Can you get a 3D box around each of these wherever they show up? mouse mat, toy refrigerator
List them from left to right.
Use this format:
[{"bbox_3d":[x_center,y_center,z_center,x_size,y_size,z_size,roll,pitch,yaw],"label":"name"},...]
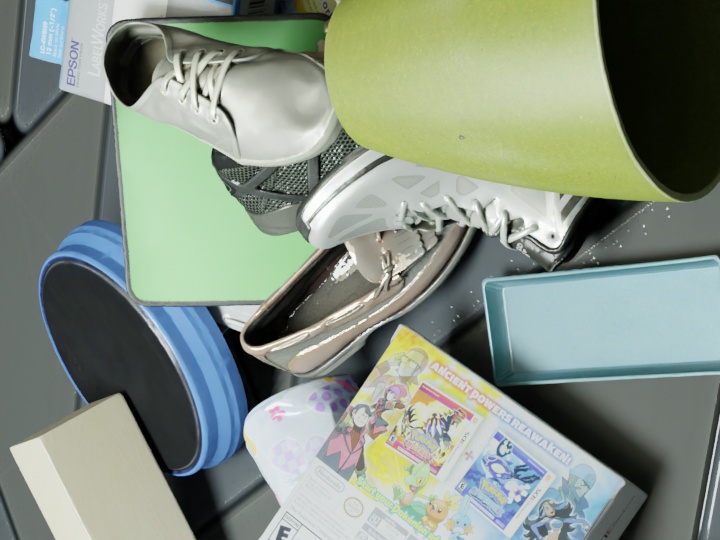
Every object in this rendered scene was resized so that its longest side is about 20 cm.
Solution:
[{"bbox_3d":[-0.172,0.198,1.824,0.070,0.076,0.201,-22,97,60],"label":"toy refrigerator"},{"bbox_3d":[-0.087,-0.072,1.675,0.160,0.008,0.201,-1,107,9],"label":"mouse mat"}]

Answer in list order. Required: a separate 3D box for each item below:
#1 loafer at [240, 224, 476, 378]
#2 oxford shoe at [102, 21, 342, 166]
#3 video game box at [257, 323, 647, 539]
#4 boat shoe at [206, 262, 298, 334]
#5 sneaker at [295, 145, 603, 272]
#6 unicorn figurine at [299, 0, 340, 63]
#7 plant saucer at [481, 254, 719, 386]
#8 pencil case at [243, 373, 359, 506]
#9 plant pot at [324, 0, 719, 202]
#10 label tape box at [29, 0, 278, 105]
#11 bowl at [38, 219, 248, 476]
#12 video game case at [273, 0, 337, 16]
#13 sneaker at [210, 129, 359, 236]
[{"bbox_3d":[0.000,0.000,1.625,0.200,0.063,0.072,-46,53,28],"label":"loafer"},{"bbox_3d":[-0.089,-0.112,1.538,0.200,0.058,0.076,19,87,41],"label":"oxford shoe"},{"bbox_3d":[0.052,0.159,1.563,0.200,0.047,0.183,35,93,35],"label":"video game box"},{"bbox_3d":[-0.106,0.015,1.777,0.199,0.072,0.069,9,101,37],"label":"boat shoe"},{"bbox_3d":[0.065,-0.039,1.508,0.200,0.076,0.116,-29,77,6],"label":"sneaker"},{"bbox_3d":[0.059,-0.158,1.535,0.137,0.074,0.200,43,97,30],"label":"unicorn figurine"},{"bbox_3d":[0.152,0.032,1.519,0.200,0.019,0.070,-6,91,50],"label":"plant saucer"},{"bbox_3d":[-0.007,0.171,1.672,0.091,0.083,0.201,-34,70,30],"label":"pencil case"},{"bbox_3d":[0.087,-0.122,1.403,0.199,0.187,0.188,-6,92,32],"label":"plant pot"},{"bbox_3d":[-0.156,-0.187,1.721,0.199,0.066,0.144,17,110,23],"label":"label tape box"},{"bbox_3d":[-0.161,0.060,1.802,0.200,0.039,0.201,36,145,31],"label":"bowl"},{"bbox_3d":[-0.057,-0.154,1.724,0.182,0.023,0.201,-37,68,45],"label":"video game case"},{"bbox_3d":[-0.013,-0.097,1.583,0.199,0.114,0.076,-19,47,27],"label":"sneaker"}]
